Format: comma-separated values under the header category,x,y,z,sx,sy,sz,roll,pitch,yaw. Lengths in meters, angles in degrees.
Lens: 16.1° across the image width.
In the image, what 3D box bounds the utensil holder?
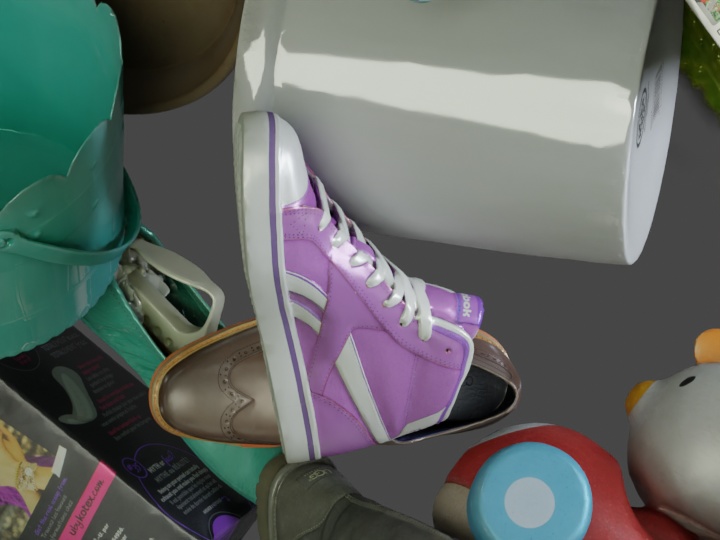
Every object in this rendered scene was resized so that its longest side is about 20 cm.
category,x,y,z,sx,sy,sz,roll,pitch,yaw
utensil holder,0.053,-0.094,1.295,0.198,0.170,0.171,10,101,14

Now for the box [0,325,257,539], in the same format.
category,x,y,z,sx,sy,sz,roll,pitch,yaw
box,-0.168,0.114,1.417,0.200,0.122,0.106,39,108,8

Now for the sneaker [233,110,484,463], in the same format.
category,x,y,z,sx,sy,sz,roll,pitch,yaw
sneaker,0.000,0.000,1.255,0.113,0.073,0.202,-10,128,1

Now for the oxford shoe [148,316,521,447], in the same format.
category,x,y,z,sx,sy,sz,roll,pitch,yaw
oxford shoe,-0.012,0.060,1.350,0.198,0.073,0.072,-6,99,-8

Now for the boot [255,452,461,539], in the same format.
category,x,y,z,sx,sy,sz,roll,pitch,yaw
boot,0.018,0.193,1.332,0.200,0.072,0.183,22,132,53

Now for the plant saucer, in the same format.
category,x,y,z,sx,sy,sz,roll,pitch,yaw
plant saucer,-0.143,-0.176,1.374,0.199,0.030,0.201,13,130,16

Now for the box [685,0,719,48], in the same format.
category,x,y,z,sx,sy,sz,roll,pitch,yaw
box,0.192,-0.137,1.228,0.035,0.200,0.110,-36,88,18

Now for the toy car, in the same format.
category,x,y,z,sx,sy,sz,roll,pitch,yaw
toy car,0.155,0.104,1.320,0.176,0.184,0.200,36,77,6

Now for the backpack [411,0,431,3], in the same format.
category,x,y,z,sx,sy,sz,roll,pitch,yaw
backpack,0.037,-0.219,1.197,0.166,0.201,0.127,33,115,-22

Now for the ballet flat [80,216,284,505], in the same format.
category,x,y,z,sx,sy,sz,roll,pitch,yaw
ballet flat,-0.087,0.048,1.407,0.200,0.067,0.070,46,130,7

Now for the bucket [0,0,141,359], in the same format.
category,x,y,z,sx,sy,sz,roll,pitch,yaw
bucket,-0.214,-0.060,1.344,0.206,0.208,0.135,16,141,14
